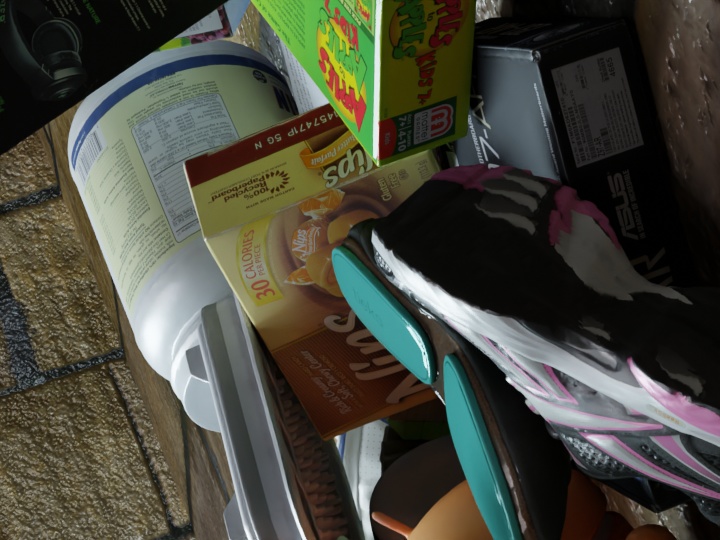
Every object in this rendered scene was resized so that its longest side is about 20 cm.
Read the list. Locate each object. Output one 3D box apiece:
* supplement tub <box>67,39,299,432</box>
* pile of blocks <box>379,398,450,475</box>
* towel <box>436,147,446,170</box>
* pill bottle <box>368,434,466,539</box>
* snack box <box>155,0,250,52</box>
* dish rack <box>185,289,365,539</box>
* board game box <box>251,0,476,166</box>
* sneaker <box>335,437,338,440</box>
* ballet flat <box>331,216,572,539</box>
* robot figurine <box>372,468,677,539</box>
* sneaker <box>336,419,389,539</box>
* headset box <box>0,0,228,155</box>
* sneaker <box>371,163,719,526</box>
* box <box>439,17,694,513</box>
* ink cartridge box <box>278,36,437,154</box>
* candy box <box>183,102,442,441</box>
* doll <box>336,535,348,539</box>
[{"bbox_3d":[-0.079,-0.020,1.127,0.145,0.144,0.201,90,158,-56],"label":"supplement tub"},{"bbox_3d":[0.047,0.118,1.124,0.062,0.082,0.201,-138,31,-64],"label":"pile of blocks"},{"bbox_3d":[0.022,-0.113,1.037,0.144,0.023,0.201,-123,19,-50],"label":"towel"},{"bbox_3d":[0.076,0.197,1.048,0.112,0.111,0.201,-134,28,-62],"label":"pill bottle"},{"bbox_3d":[-0.124,-0.182,1.096,0.200,0.141,0.053,-72,-30,-58],"label":"snack box"},{"bbox_3d":[-0.038,0.115,1.000,0.200,0.043,0.172,63,-173,-54],"label":"dish rack"},{"bbox_3d":[-0.018,-0.151,0.854,0.200,0.047,0.102,54,156,38],"label":"board game box"},{"bbox_3d":[-0.019,0.041,1.297,0.079,0.078,0.201,-1,109,71],"label":"sneaker"},{"bbox_3d":[0.054,0.039,0.812,0.068,0.068,0.200,82,162,-48],"label":"ballet flat"},{"bbox_3d":[0.092,0.170,0.860,0.200,0.116,0.144,51,169,-5],"label":"robot figurine"},{"bbox_3d":[0.038,0.161,1.217,0.081,0.114,0.201,79,-165,-86],"label":"sneaker"},{"bbox_3d":[-0.156,-0.143,0.878,0.093,0.200,0.174,61,167,-28],"label":"headset box"},{"bbox_3d":[0.083,0.036,0.733,0.200,0.080,0.087,35,142,34],"label":"sneaker"},{"bbox_3d":[0.092,-0.010,0.840,0.160,0.043,0.201,-154,46,-72],"label":"box"},{"bbox_3d":[-0.024,-0.152,1.036,0.200,0.040,0.201,-135,29,-66],"label":"ink cartridge box"},{"bbox_3d":[0.000,0.000,0.966,0.200,0.115,0.056,63,-173,-53],"label":"candy box"},{"bbox_3d":[0.071,0.175,0.774,0.049,0.199,0.137,-55,-17,-52],"label":"doll"}]
